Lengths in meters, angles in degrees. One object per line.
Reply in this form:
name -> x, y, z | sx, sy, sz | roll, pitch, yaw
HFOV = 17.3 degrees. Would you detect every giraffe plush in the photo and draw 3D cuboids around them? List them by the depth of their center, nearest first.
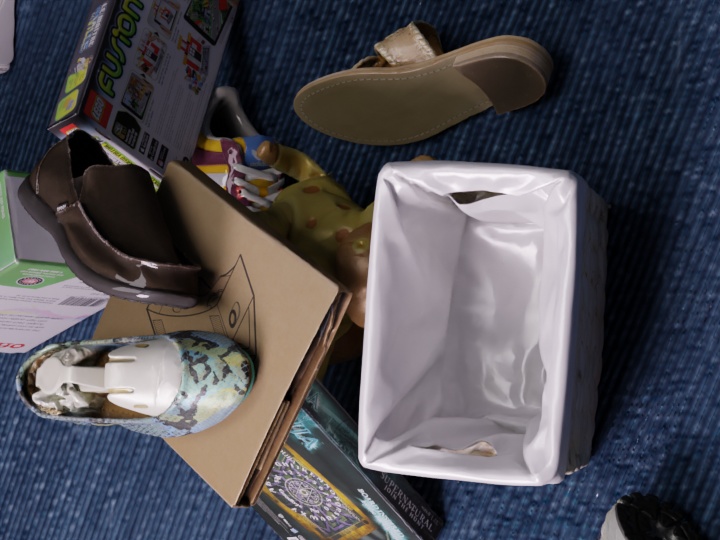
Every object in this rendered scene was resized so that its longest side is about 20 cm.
giraffe plush -> 0.000, 0.000, 1.657 | 0.162, 0.173, 0.200 | 0, 51, 37

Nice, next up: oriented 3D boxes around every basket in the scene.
basket -> 0.084, 0.035, 1.530 | 0.136, 0.123, 0.200 | 4, 87, 18

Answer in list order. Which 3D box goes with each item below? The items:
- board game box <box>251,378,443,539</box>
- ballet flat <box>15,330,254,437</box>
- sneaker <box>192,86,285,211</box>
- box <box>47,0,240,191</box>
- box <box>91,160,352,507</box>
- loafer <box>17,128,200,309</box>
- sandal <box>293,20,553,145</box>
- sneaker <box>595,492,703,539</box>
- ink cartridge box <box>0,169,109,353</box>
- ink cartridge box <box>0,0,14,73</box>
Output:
board game box -> -0.049, 0.127, 1.653 | 0.135, 0.200, 0.028 | -10, 40, 43
ballet flat -> -0.157, 0.075, 1.566 | 0.200, 0.074, 0.074 | -9, 79, 45
sneaker -> -0.087, -0.052, 1.787 | 0.200, 0.075, 0.090 | 57, 130, 33
box -> -0.161, -0.160, 1.795 | 0.035, 0.110, 0.200 | -21, 42, 41
box -> -0.099, 0.038, 1.578 | 0.200, 0.021, 0.164 | 39, 109, 43
loafer -> -0.169, -0.038, 1.594 | 0.200, 0.073, 0.071 | 38, 111, 43
sandal -> 0.052, -0.145, 1.671 | 0.212, 0.078, 0.070 | -9, 48, 39
sneaker -> 0.198, 0.240, 1.463 | 0.086, 0.078, 0.200 | -59, 40, 40
ink cartridge box -> -0.284, -0.003, 1.942 | 0.200, 0.145, 0.084 | -27, 66, 42
ink cartridge box -> -0.403, -0.243, 2.142 | 0.200, 0.083, 0.147 | -6, 81, 47
